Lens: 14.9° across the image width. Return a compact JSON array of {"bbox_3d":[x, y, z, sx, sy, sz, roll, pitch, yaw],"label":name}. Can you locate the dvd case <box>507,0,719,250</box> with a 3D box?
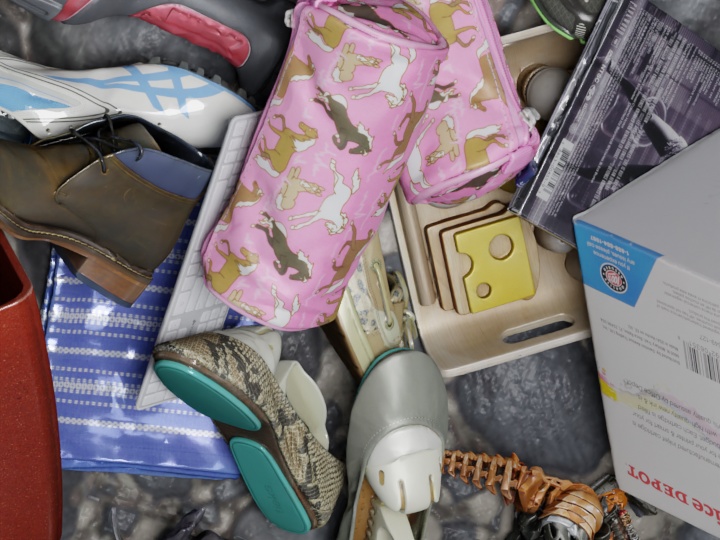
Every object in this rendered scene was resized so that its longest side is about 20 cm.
[{"bbox_3d":[0.183,-0.069,1.681,0.200,0.016,0.149,27,89,-44],"label":"dvd case"}]

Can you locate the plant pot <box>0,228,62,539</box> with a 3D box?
[{"bbox_3d":[-0.270,0.080,1.555,0.199,0.200,0.177,-23,121,-9],"label":"plant pot"}]

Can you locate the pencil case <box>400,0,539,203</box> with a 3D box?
[{"bbox_3d":[0.039,-0.140,1.591,0.086,0.083,0.201,-16,80,-11],"label":"pencil case"}]

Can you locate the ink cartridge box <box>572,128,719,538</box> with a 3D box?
[{"bbox_3d":[0.239,0.043,1.663,0.144,0.147,0.201,-31,126,-29],"label":"ink cartridge box"}]

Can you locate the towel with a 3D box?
[{"bbox_3d":[-0.122,0.027,1.662,0.144,0.024,0.201,7,101,-18],"label":"towel"}]

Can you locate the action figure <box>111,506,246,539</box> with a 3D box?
[{"bbox_3d":[-0.078,0.221,1.663,0.199,0.102,0.119,29,116,-4],"label":"action figure"}]

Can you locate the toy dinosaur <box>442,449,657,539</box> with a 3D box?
[{"bbox_3d":[0.119,0.178,1.747,0.199,0.102,0.136,34,77,-3],"label":"toy dinosaur"}]

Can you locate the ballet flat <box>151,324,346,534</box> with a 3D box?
[{"bbox_3d":[-0.061,0.079,1.651,0.076,0.068,0.200,-60,141,-24],"label":"ballet flat"}]

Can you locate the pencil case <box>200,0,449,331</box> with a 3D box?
[{"bbox_3d":[-0.023,-0.062,1.538,0.083,0.086,0.201,-9,129,-47],"label":"pencil case"}]

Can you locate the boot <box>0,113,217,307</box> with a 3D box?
[{"bbox_3d":[-0.164,-0.063,1.528,0.097,0.075,0.200,-48,138,5],"label":"boot"}]

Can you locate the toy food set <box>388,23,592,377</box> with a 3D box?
[{"bbox_3d":[0.093,-0.046,1.685,0.143,0.060,0.201,-16,107,-12],"label":"toy food set"}]

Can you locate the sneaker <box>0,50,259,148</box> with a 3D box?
[{"bbox_3d":[-0.158,-0.085,1.590,0.199,0.072,0.073,4,68,-9],"label":"sneaker"}]

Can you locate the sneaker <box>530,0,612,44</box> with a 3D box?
[{"bbox_3d":[0.141,-0.234,1.629,0.076,0.084,0.201,7,91,-15],"label":"sneaker"}]

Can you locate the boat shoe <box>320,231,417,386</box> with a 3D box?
[{"bbox_3d":[0.000,0.000,1.658,0.062,0.073,0.201,-26,118,-10],"label":"boat shoe"}]

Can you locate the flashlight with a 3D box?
[{"bbox_3d":[-0.109,-0.146,1.604,0.199,0.068,0.068,26,58,-24],"label":"flashlight"}]

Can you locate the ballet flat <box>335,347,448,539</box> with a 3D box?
[{"bbox_3d":[0.024,0.139,1.672,0.067,0.064,0.201,-7,131,-23],"label":"ballet flat"}]

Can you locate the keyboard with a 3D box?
[{"bbox_3d":[-0.085,-0.006,1.605,0.056,0.011,0.201,-21,138,-53],"label":"keyboard"}]
